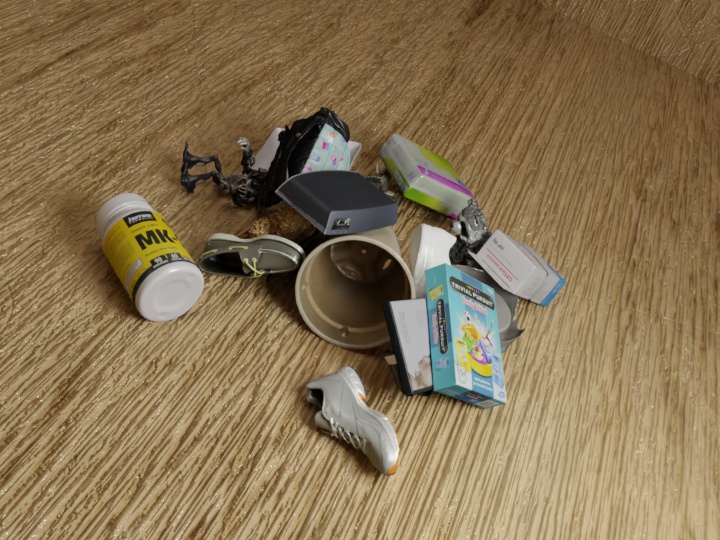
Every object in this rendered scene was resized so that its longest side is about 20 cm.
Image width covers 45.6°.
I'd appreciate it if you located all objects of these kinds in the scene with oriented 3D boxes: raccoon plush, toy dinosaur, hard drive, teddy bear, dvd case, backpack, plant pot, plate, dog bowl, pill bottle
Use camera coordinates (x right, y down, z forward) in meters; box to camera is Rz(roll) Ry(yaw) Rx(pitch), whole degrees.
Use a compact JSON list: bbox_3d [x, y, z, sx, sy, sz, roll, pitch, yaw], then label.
[{"bbox_3d":[0.258,-0.079,1.720,0.198,0.135,0.097,-11,46,-36],"label":"raccoon plush"},{"bbox_3d":[0.014,-0.157,1.740,0.102,0.078,0.199,34,27,24],"label":"toy dinosaur"},{"bbox_3d":[-0.030,-0.115,1.399,0.135,0.043,0.199,40,29,25],"label":"hard drive"},{"bbox_3d":[-0.125,-0.079,1.490,0.067,0.198,0.145,60,21,2],"label":"teddy bear"},{"bbox_3d":[0.109,0.116,1.360,0.199,0.017,0.145,-2,74,-57],"label":"dvd case"},{"bbox_3d":[-0.100,-0.184,1.597,0.125,0.166,0.203,29,69,-23],"label":"backpack"},{"bbox_3d":[0.000,0.000,1.466,0.197,0.203,0.184,20,25,-3],"label":"plant pot"},{"bbox_3d":[-0.111,-0.227,1.774,0.196,0.033,0.201,11,34,7],"label":"plate"},{"bbox_3d":[0.202,0.078,1.563,0.197,0.059,0.202,15,37,-11],"label":"dog bowl"},{"bbox_3d":[-0.341,-0.025,1.366,0.113,0.115,0.200,-13,49,-37],"label":"pill bottle"}]

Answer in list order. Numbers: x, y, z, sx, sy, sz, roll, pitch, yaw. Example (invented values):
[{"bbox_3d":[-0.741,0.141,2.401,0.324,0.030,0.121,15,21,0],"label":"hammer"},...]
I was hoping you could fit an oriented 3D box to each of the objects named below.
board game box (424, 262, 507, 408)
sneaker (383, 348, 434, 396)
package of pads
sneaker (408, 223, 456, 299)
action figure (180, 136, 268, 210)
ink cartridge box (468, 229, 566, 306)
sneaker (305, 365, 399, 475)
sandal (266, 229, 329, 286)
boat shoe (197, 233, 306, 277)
[{"bbox_3d":[0.171,0.108,1.391,0.150,0.046,0.203,25,55,-46],"label":"board game box"},{"bbox_3d":[0.106,0.159,1.412,0.199,0.066,0.092,-8,83,-59],"label":"sneaker"},{"bbox_3d":[0.143,-0.198,1.816,0.198,0.068,0.156,20,31,-43],"label":"package of pads"},{"bbox_3d":[0.121,0.026,1.480,0.087,0.204,0.075,13,-3,-17],"label":"sneaker"},{"bbox_3d":[-0.239,-0.182,1.622,0.197,0.103,0.120,9,52,-16],"label":"action figure"},{"bbox_3d":[0.301,-0.007,1.643,0.116,0.068,0.199,49,17,32],"label":"ink cartridge box"},{"bbox_3d":[-0.017,0.230,1.262,0.091,0.077,0.200,-12,40,-27],"label":"sneaker"},{"bbox_3d":[-0.098,-0.021,1.536,0.055,0.082,0.200,48,32,-1],"label":"sandal"},{"bbox_3d":[-0.183,-0.018,1.431,0.199,0.073,0.061,4,46,28],"label":"boat shoe"}]
